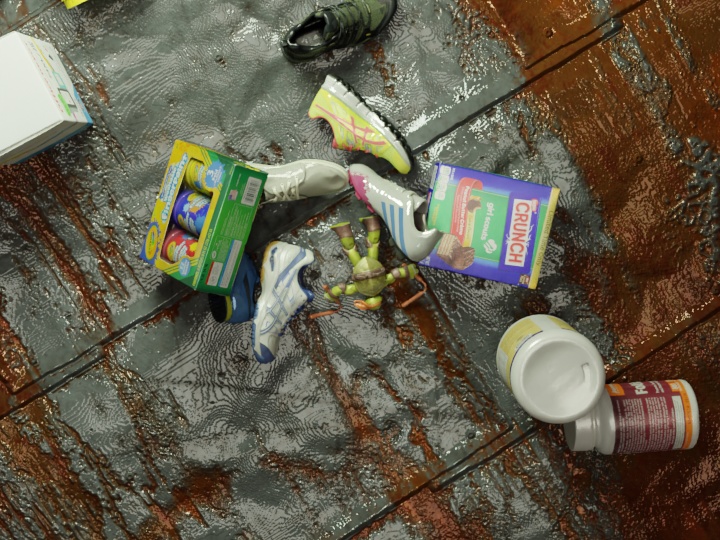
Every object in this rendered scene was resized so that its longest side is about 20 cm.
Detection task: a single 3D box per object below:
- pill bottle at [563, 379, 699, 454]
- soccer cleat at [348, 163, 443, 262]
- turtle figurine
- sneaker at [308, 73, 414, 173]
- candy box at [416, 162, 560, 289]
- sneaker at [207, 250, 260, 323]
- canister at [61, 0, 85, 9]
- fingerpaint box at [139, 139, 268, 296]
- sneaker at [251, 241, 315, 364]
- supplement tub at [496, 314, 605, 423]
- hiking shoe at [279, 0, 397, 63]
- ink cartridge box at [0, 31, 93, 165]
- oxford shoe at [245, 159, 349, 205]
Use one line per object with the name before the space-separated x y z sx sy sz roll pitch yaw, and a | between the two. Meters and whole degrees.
pill bottle | 0.439 0.241 1.705 0.199 0.114 0.115 -3 97 -2
soccer cleat | 0.059 -0.106 1.640 0.086 0.070 0.200 -44 67 25
turtle figurine | 0.000 0.000 1.684 0.199 0.064 0.162 -14 97 0
sneaker | 0.001 -0.216 1.659 0.200 0.078 0.090 43 102 -1
candy box | 0.202 -0.072 1.676 0.199 0.077 0.170 11 98 -4
sneaker | -0.208 -0.014 1.686 0.078 0.066 0.201 -7 87 -36
canister | -0.424 -0.520 1.573 0.148 0.087 0.201 -25 110 0
fingerpaint box | -0.246 -0.084 1.614 0.073 0.167 0.201 12 100 -46
sneaker | -0.122 0.057 1.679 0.088 0.075 0.201 9 98 3
supplement tub | 0.294 0.149 1.645 0.145 0.200 0.146 0 97 -1
hiking shoe | -0.031 -0.379 1.618 0.199 0.101 0.076 -27 98 2
ink cartridge box | -0.519 -0.253 1.567 0.146 0.200 0.147 -27 98 1
oxford shoe | -0.117 -0.135 1.654 0.199 0.058 0.075 -1 135 3
